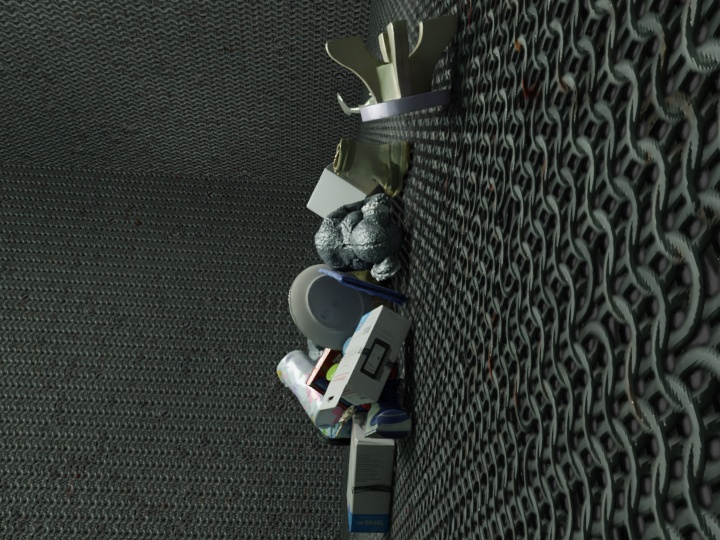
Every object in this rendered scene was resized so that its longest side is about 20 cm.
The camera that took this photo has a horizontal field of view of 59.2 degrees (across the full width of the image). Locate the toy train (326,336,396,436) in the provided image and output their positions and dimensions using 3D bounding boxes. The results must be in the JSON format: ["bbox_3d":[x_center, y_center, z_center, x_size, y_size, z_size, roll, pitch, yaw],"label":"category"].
[{"bbox_3d":[-0.026,0.239,1.306,0.200,0.116,0.085,-53,29,-4],"label":"toy train"}]

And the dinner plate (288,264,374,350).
[{"bbox_3d":[-0.055,0.072,1.348,0.024,0.199,0.201,132,145,-54],"label":"dinner plate"}]

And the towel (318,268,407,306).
[{"bbox_3d":[-0.001,0.031,1.279,0.200,0.144,0.024,-163,91,-74],"label":"towel"}]

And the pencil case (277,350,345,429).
[{"bbox_3d":[-0.115,0.269,1.444,0.200,0.091,0.083,41,180,43],"label":"pencil case"}]

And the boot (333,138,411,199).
[{"bbox_3d":[0.020,-0.216,1.341,0.200,0.154,0.072,105,168,-71],"label":"boot"}]

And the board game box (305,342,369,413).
[{"bbox_3d":[-0.025,0.245,1.370,0.019,0.200,0.103,11,66,50],"label":"board game box"}]

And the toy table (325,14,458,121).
[{"bbox_3d":[0.052,-0.279,0.888,0.200,0.183,0.118,-143,39,-71],"label":"toy table"}]

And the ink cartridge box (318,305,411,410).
[{"bbox_3d":[0.007,0.174,1.145,0.201,0.068,0.116,-63,10,-22],"label":"ink cartridge box"}]

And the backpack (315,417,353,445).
[{"bbox_3d":[-0.013,0.313,1.499,0.154,0.162,0.201,-174,88,-69],"label":"backpack"}]

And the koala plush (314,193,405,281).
[{"bbox_3d":[0.018,-0.060,1.295,0.200,0.183,0.178,-164,65,-66],"label":"koala plush"}]

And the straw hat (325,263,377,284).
[{"bbox_3d":[0.000,0.000,1.468,0.201,0.085,0.202,-43,-27,-29],"label":"straw hat"}]

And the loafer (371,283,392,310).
[{"bbox_3d":[0.038,0.130,1.440,0.068,0.075,0.201,97,-176,-62],"label":"loafer"}]

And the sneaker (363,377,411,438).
[{"bbox_3d":[0.044,0.245,1.148,0.199,0.080,0.116,100,170,-74],"label":"sneaker"}]

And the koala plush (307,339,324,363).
[{"bbox_3d":[-0.073,0.207,1.610,0.200,0.183,0.178,-41,-54,-69],"label":"koala plush"}]

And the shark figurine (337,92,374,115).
[{"bbox_3d":[0.051,-0.405,1.472,0.089,0.214,0.129,8,-131,-57],"label":"shark figurine"}]

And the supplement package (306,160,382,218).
[{"bbox_3d":[-0.018,-0.197,1.497,0.118,0.117,0.200,-60,-5,35],"label":"supplement package"}]

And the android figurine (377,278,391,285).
[{"bbox_3d":[0.047,0.012,1.584,0.200,0.041,0.183,118,154,-74],"label":"android figurine"}]

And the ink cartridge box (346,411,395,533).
[{"bbox_3d":[0.020,0.420,1.331,0.146,0.084,0.201,-102,17,-77],"label":"ink cartridge box"}]
